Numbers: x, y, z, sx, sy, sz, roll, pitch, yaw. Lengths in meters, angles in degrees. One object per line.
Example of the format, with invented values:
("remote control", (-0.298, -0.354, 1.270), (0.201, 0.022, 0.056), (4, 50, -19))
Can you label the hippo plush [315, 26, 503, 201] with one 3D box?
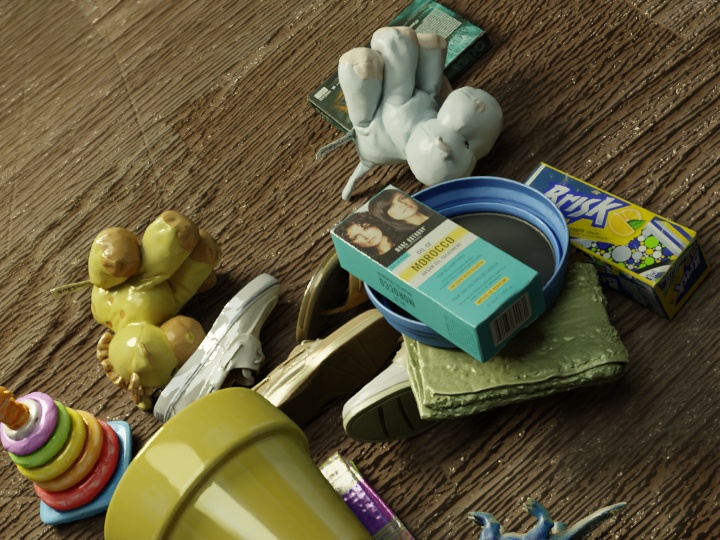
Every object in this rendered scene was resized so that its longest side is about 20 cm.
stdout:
("hippo plush", (0.061, -0.165, 1.389), (0.200, 0.159, 0.161), (-46, 46, -9))

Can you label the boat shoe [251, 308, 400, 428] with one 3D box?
("boat shoe", (-0.048, 0.100, 1.313), (0.200, 0.071, 0.065), (-38, 47, 2))

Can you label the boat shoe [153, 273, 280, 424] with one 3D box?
("boat shoe", (-0.138, 0.096, 1.383), (0.070, 0.071, 0.200), (32, 70, 14))

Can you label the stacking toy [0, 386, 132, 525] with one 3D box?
("stacking toy", (-0.338, 0.173, 1.340), (0.115, 0.200, 0.110), (-20, 48, 17))

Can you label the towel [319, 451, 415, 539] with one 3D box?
("towel", (-0.019, 0.278, 1.195), (0.144, 0.023, 0.200), (-42, 45, -3))

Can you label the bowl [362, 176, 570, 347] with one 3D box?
("bowl", (0.101, -0.008, 1.212), (0.199, 0.040, 0.201), (-9, 44, 9))

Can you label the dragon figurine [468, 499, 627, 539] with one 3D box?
("dragon figurine", (0.141, 0.256, 1.090), (0.199, 0.059, 0.100), (-13, 51, 23))

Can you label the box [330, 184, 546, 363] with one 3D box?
("box", (0.067, -0.001, 1.151), (0.082, 0.049, 0.200), (-38, 47, -20))

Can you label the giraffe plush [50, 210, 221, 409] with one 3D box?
("giraffe plush", (-0.236, 0.056, 1.414), (0.199, 0.173, 0.163), (-26, 62, 9))

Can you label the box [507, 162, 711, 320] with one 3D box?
("box", (0.238, -0.031, 1.248), (0.070, 0.064, 0.200), (-48, 47, -11))

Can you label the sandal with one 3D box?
("sandal", (0.000, 0.000, 1.369), (0.054, 0.080, 0.200), (34, 72, 21))

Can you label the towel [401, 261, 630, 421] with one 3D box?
("towel", (0.137, 0.065, 1.181), (0.199, 0.037, 0.149), (-14, 44, 5))

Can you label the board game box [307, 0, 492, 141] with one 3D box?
("board game box", (0.046, -0.241, 1.546), (0.200, 0.028, 0.135), (-43, 46, -5))

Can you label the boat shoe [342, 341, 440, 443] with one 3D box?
("boat shoe", (0.068, 0.100, 1.248), (0.199, 0.075, 0.069), (-26, 45, -3))

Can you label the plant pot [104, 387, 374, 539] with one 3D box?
("plant pot", (-0.093, 0.238, 1.135), (0.189, 0.201, 0.201), (36, 78, 27))
